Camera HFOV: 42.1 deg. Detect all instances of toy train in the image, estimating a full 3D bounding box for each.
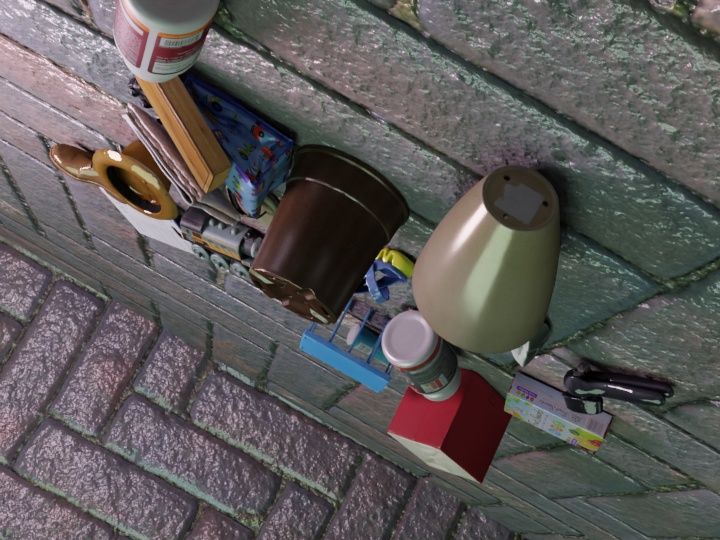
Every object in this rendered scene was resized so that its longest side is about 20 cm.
[{"bbox_3d":[-0.274,-0.060,1.881,0.197,0.086,0.115,23,152,19],"label":"toy train"},{"bbox_3d":[-0.293,-0.238,1.497,0.045,0.035,0.200,1,148,37],"label":"toy train"}]

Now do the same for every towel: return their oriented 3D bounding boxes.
[{"bbox_3d":[-0.283,-0.164,1.489,0.201,0.032,0.191,51,-176,12],"label":"towel"}]

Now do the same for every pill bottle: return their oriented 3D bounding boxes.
[{"bbox_3d":[0.125,0.172,1.820,0.114,0.117,0.201,17,158,33],"label":"pill bottle"},{"bbox_3d":[-0.234,-0.298,1.103,0.112,0.114,0.200,32,162,-11],"label":"pill bottle"}]

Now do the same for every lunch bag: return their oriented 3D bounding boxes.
[{"bbox_3d":[-0.205,-0.196,1.403,0.199,0.094,0.151,40,165,3],"label":"lunch bag"}]

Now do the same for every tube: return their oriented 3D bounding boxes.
[{"bbox_3d":[0.061,0.187,2.086,0.198,0.051,0.077,32,167,-23],"label":"tube"}]

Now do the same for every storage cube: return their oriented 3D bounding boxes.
[{"bbox_3d":[0.198,0.327,2.025,0.169,0.182,0.200,8,152,48],"label":"storage cube"}]

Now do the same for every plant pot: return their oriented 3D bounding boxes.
[{"bbox_3d":[0.170,-0.029,1.144,0.185,0.189,0.201,26,148,7],"label":"plant pot"},{"bbox_3d":[-0.057,-0.043,1.383,0.197,0.201,0.201,26,161,9],"label":"plant pot"}]

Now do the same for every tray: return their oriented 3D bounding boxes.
[{"bbox_3d":[-0.257,-0.215,1.347,0.202,0.037,0.099,58,161,0],"label":"tray"}]

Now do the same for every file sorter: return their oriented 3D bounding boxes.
[{"bbox_3d":[-0.010,0.144,1.944,0.197,0.124,0.139,29,163,2],"label":"file sorter"}]

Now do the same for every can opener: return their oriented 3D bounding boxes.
[{"bbox_3d":[0.416,0.191,1.524,0.197,0.063,0.080,-4,117,44],"label":"can opener"}]

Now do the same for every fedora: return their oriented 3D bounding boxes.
[{"bbox_3d":[-0.405,-0.179,1.749,0.198,0.083,0.202,26,157,12],"label":"fedora"}]

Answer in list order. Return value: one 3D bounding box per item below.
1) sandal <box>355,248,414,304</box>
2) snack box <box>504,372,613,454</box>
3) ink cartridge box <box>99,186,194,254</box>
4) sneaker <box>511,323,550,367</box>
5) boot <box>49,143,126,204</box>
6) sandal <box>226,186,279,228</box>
[{"bbox_3d":[0.000,0.000,1.600,0.198,0.088,0.079,14,159,44],"label":"sandal"},{"bbox_3d":[0.381,0.279,1.817,0.197,0.054,0.143,25,161,15],"label":"snack box"},{"bbox_3d":[-0.446,-0.118,2.047,0.197,0.044,0.197,19,158,25],"label":"ink cartridge box"},{"bbox_3d":[0.252,0.085,1.490,0.080,0.071,0.201,37,165,29],"label":"sneaker"},{"bbox_3d":[-0.539,-0.215,1.912,0.197,0.074,0.076,27,144,-6],"label":"boot"},{"bbox_3d":[-0.200,-0.128,1.605,0.079,0.058,0.202,18,159,32],"label":"sandal"}]
